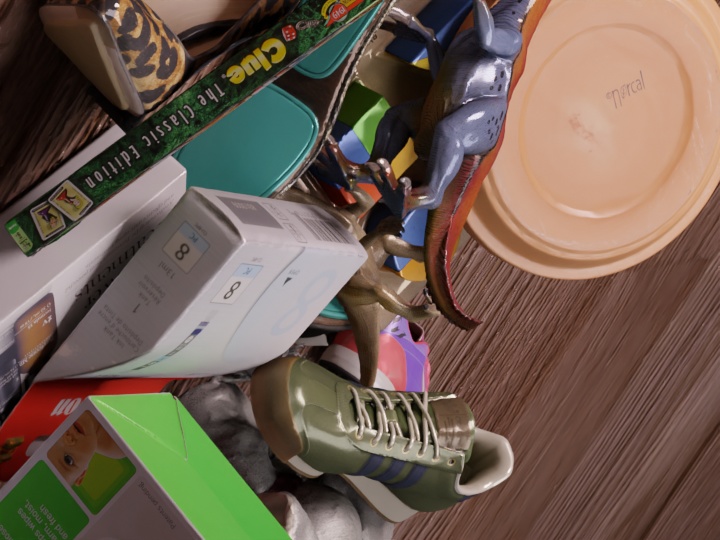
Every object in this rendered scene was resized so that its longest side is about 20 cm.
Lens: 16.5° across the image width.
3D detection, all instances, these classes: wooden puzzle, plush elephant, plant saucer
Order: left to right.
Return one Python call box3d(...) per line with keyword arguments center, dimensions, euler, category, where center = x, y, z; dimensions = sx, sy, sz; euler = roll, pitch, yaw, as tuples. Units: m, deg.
box3d(center=(-0.066, 0.148, 1.479), dimensions=(0.200, 0.155, 0.165), euler=(-42, 167, 26), category="plush elephant")
box3d(center=(0.041, -0.077, 1.450), dimensions=(0.185, 0.046, 0.200), euler=(-47, 137, -12), category="wooden puzzle")
box3d(center=(0.137, -0.090, 1.442), dimensions=(0.200, 0.032, 0.201), euler=(-8, 110, -24), category="plant saucer")

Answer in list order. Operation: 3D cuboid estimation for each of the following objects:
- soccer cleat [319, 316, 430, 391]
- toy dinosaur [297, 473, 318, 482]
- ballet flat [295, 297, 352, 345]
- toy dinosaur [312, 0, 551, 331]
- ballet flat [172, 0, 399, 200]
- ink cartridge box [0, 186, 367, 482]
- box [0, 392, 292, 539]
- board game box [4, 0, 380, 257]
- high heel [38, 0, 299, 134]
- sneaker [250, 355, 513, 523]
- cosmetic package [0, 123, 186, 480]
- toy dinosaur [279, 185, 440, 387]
box3d(center=(0.025, 0.073, 1.744), dimensions=(0.073, 0.068, 0.200), euler=(-56, 160, -9), category="soccer cleat")
box3d(center=(-0.039, 0.149, 1.750), dimensions=(0.102, 0.077, 0.200), euler=(-49, 169, 30), category="toy dinosaur")
box3d(center=(-0.017, 0.013, 1.539), dimensions=(0.068, 0.068, 0.200), euler=(-43, 162, 33), category="ballet flat")
box3d(center=(0.056, -0.104, 1.362), dimensions=(0.181, 0.105, 0.200), euler=(-40, 120, -24), category="toy dinosaur")
box3d(center=(-0.036, -0.102, 1.316), dimensions=(0.200, 0.068, 0.075), euler=(-56, -178, 7), category="ballet flat")
box3d(center=(-0.100, 0.048, 1.290), dimensions=(0.200, 0.047, 0.160), euler=(-51, 162, 13), category="ink cartridge box")
box3d(center=(-0.111, 0.192, 1.247), dimensions=(0.176, 0.200, 0.097), euler=(-45, 161, 15), category="box")
box3d(center=(-0.074, -0.076, 1.150), dimensions=(0.200, 0.023, 0.105), euler=(-36, -174, 3), category="board game box")
box3d(center=(-0.073, -0.135, 1.136), dimensions=(0.143, 0.071, 0.200), euler=(-43, 176, -5), category="high heel")
box3d(center=(0.020, 0.089, 1.419), dimensions=(0.090, 0.067, 0.200), euler=(-16, 152, 22), category="sneaker")
box3d(center=(-0.174, 0.035, 1.261), dimensions=(0.200, 0.052, 0.151), euler=(-41, 161, -26), category="cosmetic package")
box3d(center=(0.000, 0.000, 1.419), dimensions=(0.200, 0.101, 0.058), euler=(62, 37, -38), category="toy dinosaur")
